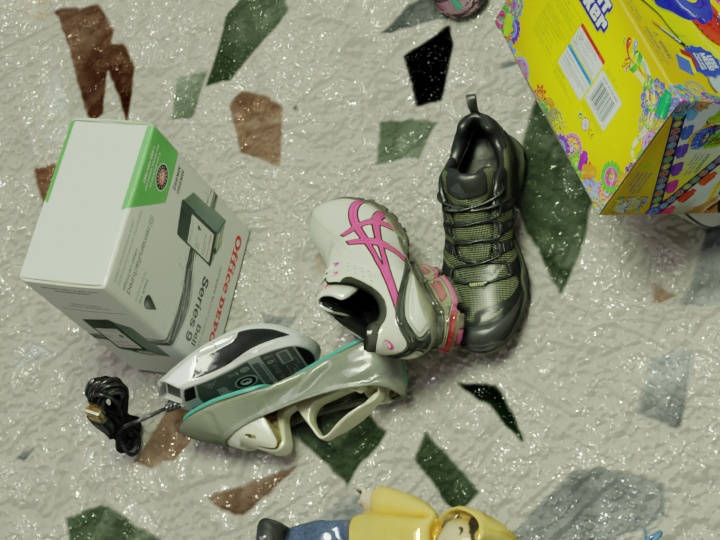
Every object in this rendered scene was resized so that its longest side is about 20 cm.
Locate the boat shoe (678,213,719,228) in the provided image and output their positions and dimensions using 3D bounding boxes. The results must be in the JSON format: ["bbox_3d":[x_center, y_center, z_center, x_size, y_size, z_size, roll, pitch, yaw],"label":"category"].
[{"bbox_3d":[0.212,-0.097,1.321,0.200,0.071,0.070,51,125,24],"label":"boat shoe"}]

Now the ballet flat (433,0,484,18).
[{"bbox_3d":[0.069,-0.318,1.485,0.069,0.071,0.201,-19,59,17],"label":"ballet flat"}]

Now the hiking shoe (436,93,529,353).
[{"bbox_3d":[0.087,-0.036,1.323,0.075,0.101,0.201,-9,63,22],"label":"hiking shoe"}]

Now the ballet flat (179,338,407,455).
[{"bbox_3d":[-0.054,0.114,1.341,0.199,0.067,0.064,-24,67,14],"label":"ballet flat"}]

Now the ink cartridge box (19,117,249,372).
[{"bbox_3d":[-0.179,-0.015,1.381,0.084,0.200,0.147,5,69,24],"label":"ink cartridge box"}]

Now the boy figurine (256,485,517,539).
[{"bbox_3d":[0.020,0.221,1.256,0.199,0.064,0.125,-8,61,25],"label":"boy figurine"}]

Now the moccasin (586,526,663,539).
[{"bbox_3d":[0.223,0.219,1.156,0.199,0.068,0.081,6,69,27],"label":"moccasin"}]

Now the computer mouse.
[{"bbox_3d":[-0.129,0.088,1.377,0.199,0.110,0.044,-22,57,3],"label":"computer mouse"}]

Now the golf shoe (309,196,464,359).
[{"bbox_3d":[0.000,0.000,1.333,0.092,0.073,0.200,-7,32,-28],"label":"golf shoe"}]

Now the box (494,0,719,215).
[{"bbox_3d":[0.238,-0.155,1.240,0.122,0.192,0.201,-59,44,43],"label":"box"}]
